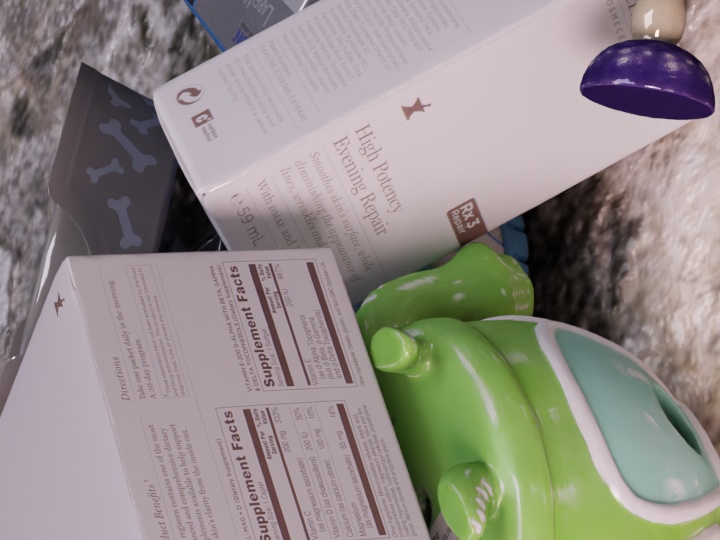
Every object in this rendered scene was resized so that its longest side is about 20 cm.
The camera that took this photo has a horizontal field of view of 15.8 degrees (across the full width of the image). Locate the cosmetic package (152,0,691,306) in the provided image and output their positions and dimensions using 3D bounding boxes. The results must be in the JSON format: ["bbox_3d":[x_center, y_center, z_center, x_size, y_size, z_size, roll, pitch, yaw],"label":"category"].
[{"bbox_3d":[0.029,-0.067,1.046,0.199,0.102,0.074,-28,47,0],"label":"cosmetic package"}]

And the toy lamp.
[{"bbox_3d":[0.124,-0.160,0.969,0.058,0.058,0.201,0,78,51],"label":"toy lamp"}]

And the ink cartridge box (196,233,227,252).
[{"bbox_3d":[-0.083,0.048,1.207,0.200,0.037,0.095,142,140,-71],"label":"ink cartridge box"}]

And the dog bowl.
[{"bbox_3d":[-0.134,0.003,1.266,0.200,0.058,0.201,-166,90,-83],"label":"dog bowl"}]

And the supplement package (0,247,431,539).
[{"bbox_3d":[-0.056,0.118,0.957,0.156,0.110,0.201,119,142,-47],"label":"supplement package"}]

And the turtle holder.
[{"bbox_3d":[0.058,0.082,0.996,0.185,0.131,0.142,-142,54,-59],"label":"turtle holder"}]

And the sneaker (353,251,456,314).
[{"bbox_3d":[-0.002,0.082,1.074,0.074,0.082,0.201,12,97,26],"label":"sneaker"}]

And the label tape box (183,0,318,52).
[{"bbox_3d":[-0.034,-0.134,1.245,0.200,0.063,0.144,-60,34,16],"label":"label tape box"}]

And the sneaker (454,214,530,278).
[{"bbox_3d":[0.021,-0.046,1.135,0.075,0.086,0.201,-22,62,43],"label":"sneaker"}]
